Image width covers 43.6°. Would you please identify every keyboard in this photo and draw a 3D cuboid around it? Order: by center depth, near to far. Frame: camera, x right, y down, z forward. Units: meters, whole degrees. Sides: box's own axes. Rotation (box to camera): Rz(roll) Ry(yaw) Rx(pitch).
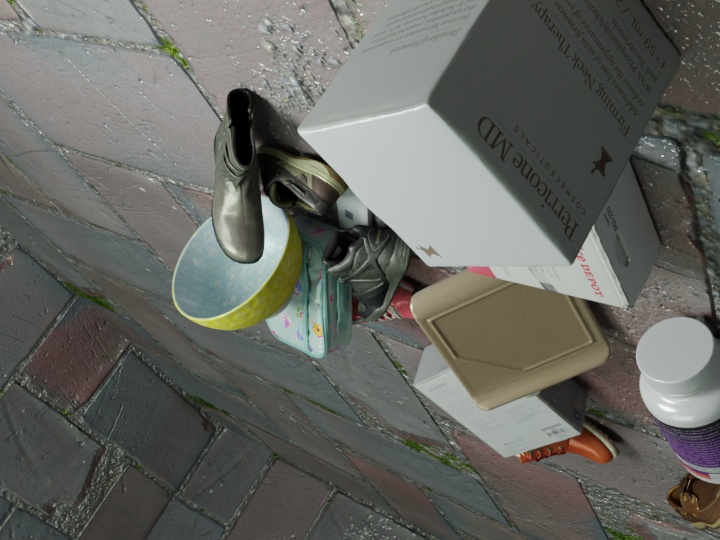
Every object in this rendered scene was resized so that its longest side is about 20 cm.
[{"bbox_3d":[-0.008,-0.074,1.244,0.056,0.011,0.200,34,160,16],"label":"keyboard"}]

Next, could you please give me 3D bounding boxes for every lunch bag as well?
[{"bbox_3d":[-0.079,0.021,1.341,0.160,0.077,0.202,24,125,44],"label":"lunch bag"}]

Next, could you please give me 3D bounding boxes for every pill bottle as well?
[{"bbox_3d":[0.376,0.142,0.995,0.111,0.112,0.200,11,151,46],"label":"pill bottle"}]

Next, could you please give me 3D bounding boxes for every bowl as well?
[{"bbox_3d":[-0.152,0.008,1.254,0.199,0.201,0.108,15,157,42],"label":"bowl"}]

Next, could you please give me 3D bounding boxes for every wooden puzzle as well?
[{"bbox_3d":[0.181,0.065,1.077,0.184,0.037,0.201,-25,122,16],"label":"wooden puzzle"}]

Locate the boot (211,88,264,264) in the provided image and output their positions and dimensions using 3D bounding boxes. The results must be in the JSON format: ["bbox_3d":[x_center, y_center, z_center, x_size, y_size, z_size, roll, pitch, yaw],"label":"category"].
[{"bbox_3d":[-0.155,-0.116,1.137,0.067,0.202,0.131,-6,170,-13],"label":"boot"}]

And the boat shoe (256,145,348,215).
[{"bbox_3d":[-0.100,-0.117,1.195,0.199,0.065,0.073,15,155,50],"label":"boat shoe"}]

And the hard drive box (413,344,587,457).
[{"bbox_3d":[0.203,0.172,1.302,0.200,0.077,0.155,39,137,-20],"label":"hard drive box"}]

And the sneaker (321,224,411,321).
[{"bbox_3d":[0.000,0.000,1.244,0.113,0.077,0.200,14,151,-2],"label":"sneaker"}]

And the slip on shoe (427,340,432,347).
[{"bbox_3d":[0.136,0.114,1.371,0.076,0.061,0.200,33,158,2],"label":"slip on shoe"}]

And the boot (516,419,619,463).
[{"bbox_3d":[0.301,0.271,1.418,0.199,0.108,0.075,23,156,24],"label":"boot"}]

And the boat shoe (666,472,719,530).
[{"bbox_3d":[0.493,0.328,1.301,0.067,0.072,0.200,26,161,13],"label":"boat shoe"}]

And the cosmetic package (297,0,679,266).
[{"bbox_3d":[0.097,-0.130,0.673,0.167,0.201,0.166,43,158,-27],"label":"cosmetic package"}]

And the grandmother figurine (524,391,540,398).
[{"bbox_3d":[0.197,0.085,1.150,0.061,0.120,0.201,-101,-10,-56],"label":"grandmother figurine"}]

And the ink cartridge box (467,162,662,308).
[{"bbox_3d":[0.179,-0.052,0.895,0.199,0.085,0.146,17,154,43],"label":"ink cartridge box"}]

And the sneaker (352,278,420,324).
[{"bbox_3d":[0.024,0.054,1.370,0.199,0.087,0.074,17,156,38],"label":"sneaker"}]
